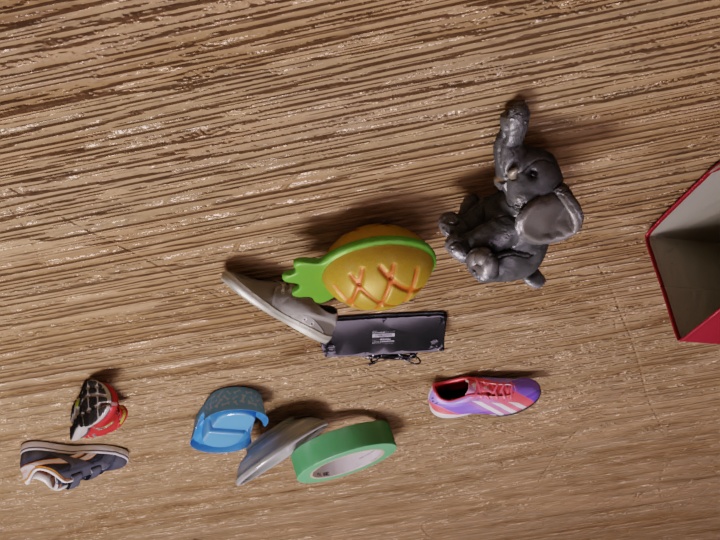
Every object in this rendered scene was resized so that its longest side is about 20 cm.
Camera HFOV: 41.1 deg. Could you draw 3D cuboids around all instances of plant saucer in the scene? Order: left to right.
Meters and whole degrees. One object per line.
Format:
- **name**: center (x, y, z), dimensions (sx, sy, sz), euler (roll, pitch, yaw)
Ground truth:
- **plant saucer**: center (-0.152, 0.316, 1.749), dimensions (0.200, 0.050, 0.200), euler (-34, 170, -7)

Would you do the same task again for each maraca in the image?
- **maraca**: center (0.000, 0.000, 1.244), dimensions (0.199, 0.108, 0.137), euler (-11, 147, 9)

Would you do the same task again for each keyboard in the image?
- **keyboard**: center (0.033, 0.101, 1.504), dimensions (0.199, 0.040, 0.105), euler (-2, 125, -6)

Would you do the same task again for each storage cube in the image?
- **storage cube**: center (0.511, -0.016, 1.251), dimensions (0.179, 0.172, 0.200), euler (4, 147, -19)

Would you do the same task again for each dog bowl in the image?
- **dog bowl**: center (-0.234, 0.264, 1.695), dimensions (0.111, 0.050, 0.200), euler (8, 146, -22)

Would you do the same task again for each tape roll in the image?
- **tape roll**: center (-0.031, 0.346, 1.824), dimensions (0.199, 0.048, 0.201), euler (-16, 156, -7)

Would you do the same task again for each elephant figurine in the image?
- **elephant figurine**: center (0.197, -0.083, 1.139), dimensions (0.155, 0.142, 0.200), euler (-13, 148, -53)

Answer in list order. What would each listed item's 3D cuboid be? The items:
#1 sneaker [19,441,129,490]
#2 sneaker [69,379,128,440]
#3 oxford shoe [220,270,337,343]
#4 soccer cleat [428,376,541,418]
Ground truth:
- **sneaker**: center (-0.532, 0.370, 1.790), dimensions (0.199, 0.080, 0.078), euler (8, 146, -24)
- **sneaker**: center (-0.426, 0.231, 1.597), dimensions (0.084, 0.077, 0.200), euler (5, 158, -27)
- **oxford shoe**: center (-0.110, 0.039, 1.346), dimensions (0.199, 0.075, 0.058), euler (30, 93, -33)
- **soccer cleat**: center (0.218, 0.215, 1.684), dimensions (0.199, 0.069, 0.073), euler (-6, 145, 5)
